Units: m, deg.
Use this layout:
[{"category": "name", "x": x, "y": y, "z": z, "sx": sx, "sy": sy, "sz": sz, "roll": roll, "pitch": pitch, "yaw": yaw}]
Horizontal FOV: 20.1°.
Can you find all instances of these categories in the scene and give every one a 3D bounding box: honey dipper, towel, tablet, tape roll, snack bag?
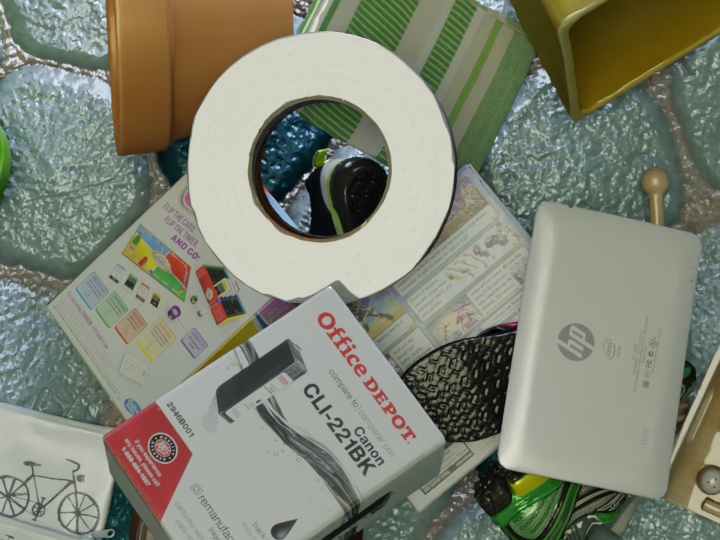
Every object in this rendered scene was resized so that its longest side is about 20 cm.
[{"category": "honey dipper", "x": 0.235, "y": 0.019, "z": 1.606, "sx": 0.038, "sy": 0.038, "sz": 0.202, "roll": -4, "pitch": 86, "yaw": 8}, {"category": "towel", "x": 0.037, "y": -0.159, "z": 1.593, "sx": 0.199, "sy": 0.023, "sz": 0.153, "roll": 26, "pitch": 91, "yaw": -33}, {"category": "tablet", "x": 0.176, "y": 0.058, "z": 1.489, "sx": 0.129, "sy": 0.014, "sz": 0.201, "roll": 12, "pitch": 77, "yaw": -8}, {"category": "tape roll", "x": -0.028, "y": -0.075, "z": 1.504, "sx": 0.199, "sy": 0.066, "sz": 0.202, "roll": 0, "pitch": 92, "yaw": 4}, {"category": "snack bag", "x": -0.296, "y": 0.205, "z": 1.679, "sx": 0.187, "sy": 0.021, "sz": 0.201, "roll": 13, "pitch": 89, "yaw": 9}]

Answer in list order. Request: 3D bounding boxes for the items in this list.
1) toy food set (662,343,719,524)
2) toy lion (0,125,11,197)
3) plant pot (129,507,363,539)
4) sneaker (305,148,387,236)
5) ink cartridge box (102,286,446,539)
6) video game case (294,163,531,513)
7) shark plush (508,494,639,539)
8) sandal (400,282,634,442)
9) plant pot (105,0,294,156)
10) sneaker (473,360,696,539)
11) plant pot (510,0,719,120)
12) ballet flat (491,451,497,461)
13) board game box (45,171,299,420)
[{"category": "toy food set", "x": 0.345, "y": 0.149, "z": 1.571, "sx": 0.199, "sy": 0.060, "sz": 0.144, "roll": 24, "pitch": 91, "yaw": 8}, {"category": "toy lion", "x": -0.371, "y": -0.127, "z": 1.694, "sx": 0.200, "sy": 0.069, "sz": 0.192, "roll": 37, "pitch": 85, "yaw": 8}, {"category": "plant pot", "x": -0.103, "y": 0.201, "z": 1.561, "sx": 0.185, "sy": 0.200, "sz": 0.188, "roll": -1, "pitch": 86, "yaw": 8}, {"category": "sneaker", "x": 0.000, "y": 0.000, "z": 1.635, "sx": 0.071, "sy": 0.083, "sz": 0.202, "roll": -15, "pitch": 102, "yaw": -36}, {"category": "ink cartridge box", "x": -0.059, "y": 0.129, "z": 1.430, "sx": 0.199, "sy": 0.084, "sz": 0.145, "roll": -33, "pitch": 74, "yaw": -16}, {"category": "video game case", "x": 0.064, "y": 0.051, "z": 1.557, "sx": 0.200, "sy": 0.045, "sz": 0.182, "roll": -39, "pitch": 90, "yaw": 5}, {"category": "shark plush", "x": 0.177, "y": 0.159, "z": 1.564, "sx": 0.083, "sy": 0.091, "sz": 0.201, "roll": 25, "pitch": 96, "yaw": -8}, {"category": "sandal", "x": 0.118, "y": 0.069, "z": 1.515, "sx": 0.199, "sy": 0.045, "sz": 0.076, "roll": -24, "pitch": 96, "yaw": -10}, {"category": "plant pot", "x": -0.128, "y": -0.193, "z": 1.602, "sx": 0.139, "sy": 0.200, "sz": 0.202, "roll": -2, "pitch": 86, "yaw": -8}, {"category": "sneaker", "x": 0.178, "y": 0.136, "z": 1.530, "sx": 0.200, "sy": 0.078, "sz": 0.085, "roll": -39, "pitch": 104, "yaw": -14}, {"category": "plant pot", "x": 0.188, "y": -0.273, "z": 1.554, "sx": 0.194, "sy": 0.196, "sz": 0.201, "roll": -31, "pitch": 70, "yaw": -1}, {"category": "ballet flat", "x": 0.161, "y": 0.075, "z": 1.609, "sx": 0.063, "sy": 0.067, "sz": 0.201, "roll": 18, "pitch": 90, "yaw": -19}, {"category": "board game box", "x": -0.137, "y": 0.017, "z": 1.628, "sx": 0.200, "sy": 0.040, "sz": 0.153, "roll": -42, "pitch": 57, "yaw": 4}]
